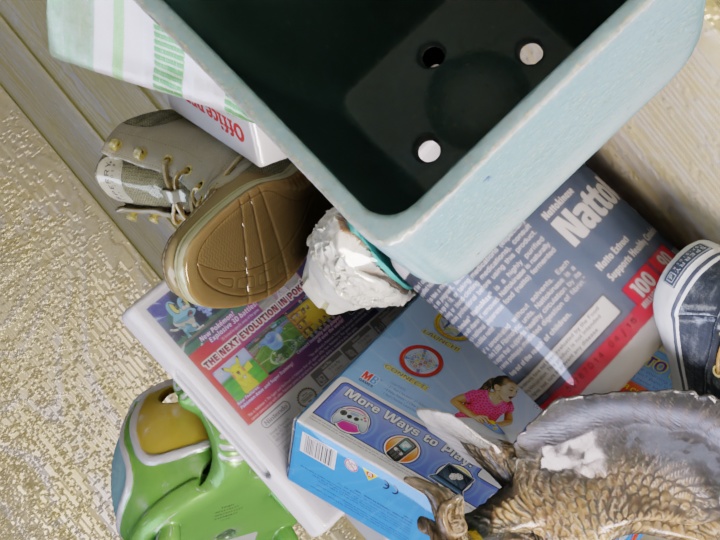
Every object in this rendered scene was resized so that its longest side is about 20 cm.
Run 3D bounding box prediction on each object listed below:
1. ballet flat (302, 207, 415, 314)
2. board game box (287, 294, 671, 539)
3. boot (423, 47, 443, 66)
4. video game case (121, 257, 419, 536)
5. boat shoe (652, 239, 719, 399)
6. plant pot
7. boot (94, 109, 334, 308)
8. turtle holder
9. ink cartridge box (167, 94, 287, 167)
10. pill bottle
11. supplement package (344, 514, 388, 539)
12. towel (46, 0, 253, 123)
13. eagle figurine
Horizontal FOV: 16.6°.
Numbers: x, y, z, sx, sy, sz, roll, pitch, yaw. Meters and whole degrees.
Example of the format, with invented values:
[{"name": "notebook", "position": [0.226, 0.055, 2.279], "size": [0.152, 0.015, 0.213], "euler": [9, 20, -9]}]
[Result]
[{"name": "ballet flat", "position": [0.000, 0.000, 1.485], "size": [0.072, 0.072, 0.200], "euler": [48, -170, 7]}, {"name": "board game box", "position": [0.092, 0.099, 1.501], "size": [0.200, 0.196, 0.056], "euler": [29, 137, 20]}, {"name": "boot", "position": [0.068, -0.071, 1.506], "size": [0.200, 0.070, 0.146], "euler": [40, 160, 15]}, {"name": "video game case", "position": [-0.027, 0.045, 1.563], "size": [0.182, 0.200, 0.023], "euler": [49, 140, 2]}, {"name": "boat shoe", "position": [0.219, 0.071, 1.339], "size": [0.091, 0.071, 0.200], "euler": [39, 166, 37]}, {"name": "plant pot", "position": [0.038, -0.111, 1.150], "size": [0.196, 0.196, 0.200], "euler": [46, 177, 20]}, {"name": "boot", "position": [-0.103, -0.043, 1.523], "size": [0.154, 0.200, 0.072], "euler": [9, 121, 29]}, {"name": "turtle holder", "position": [-0.118, 0.141, 1.727], "size": [0.132, 0.141, 0.186], "euler": [64, -173, 27]}, {"name": "ink cartridge box", "position": [-0.075, -0.180, 1.491], "size": [0.144, 0.084, 0.200], "euler": [35, 143, 57]}, {"name": "pill bottle", "position": [0.086, -0.018, 1.397], "size": [0.200, 0.120, 0.120], "euler": [43, 170, 3]}, {"name": "supplement package", "position": [0.045, 0.072, 1.729], "size": [0.147, 0.200, 0.191], "euler": [47, 170, 14]}, {"name": "towel", "position": [-0.096, -0.159, 1.406], "size": [0.200, 0.023, 0.153], "euler": [19, 128, 22]}, {"name": "eagle figurine", "position": [0.135, 0.129, 1.344], "size": [0.152, 0.200, 0.151], "euler": [-121, 10, -66]}]
